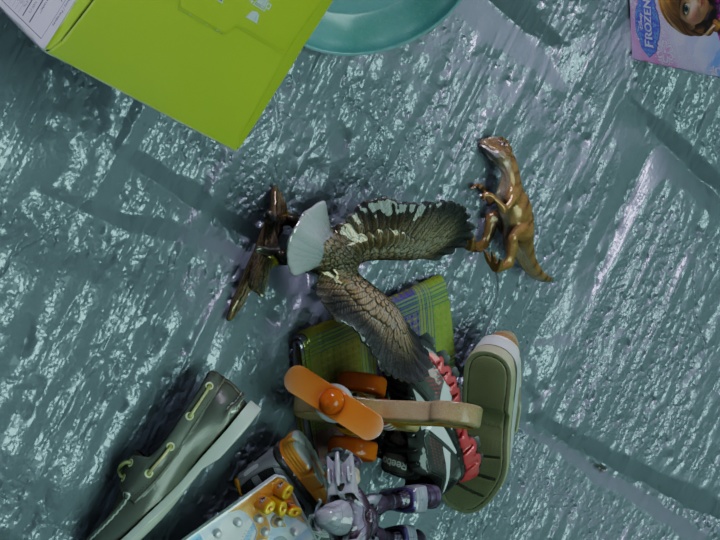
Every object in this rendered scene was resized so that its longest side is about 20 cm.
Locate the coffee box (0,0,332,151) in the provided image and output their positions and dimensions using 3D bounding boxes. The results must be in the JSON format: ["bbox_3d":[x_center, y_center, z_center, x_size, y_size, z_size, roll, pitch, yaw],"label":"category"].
[{"bbox_3d":[-0.152,-0.245,1.437,0.199,0.198,0.200,26,102,-44],"label":"coffee box"}]

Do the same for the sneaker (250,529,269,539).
[{"bbox_3d":[-0.096,0.307,1.803,0.083,0.081,0.200,-37,121,-6],"label":"sneaker"}]

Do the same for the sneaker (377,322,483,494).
[{"bbox_3d":[0.053,0.145,1.841,0.098,0.071,0.201,-41,129,-29],"label":"sneaker"}]

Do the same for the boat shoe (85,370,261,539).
[{"bbox_3d":[-0.176,0.176,1.680,0.060,0.072,0.202,44,84,0],"label":"boat shoe"}]

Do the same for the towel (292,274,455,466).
[{"bbox_3d":[0.014,0.095,1.854,0.200,0.023,0.144,-23,118,-36],"label":"towel"}]

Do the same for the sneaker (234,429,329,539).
[{"bbox_3d":[-0.055,0.229,1.808,0.077,0.078,0.200,-26,131,2],"label":"sneaker"}]

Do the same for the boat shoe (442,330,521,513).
[{"bbox_3d":[0.130,0.154,1.940,0.068,0.075,0.201,-47,154,-57],"label":"boat shoe"}]

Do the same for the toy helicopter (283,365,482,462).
[{"bbox_3d":[0.020,0.124,1.716,0.132,0.200,0.079,23,72,-46],"label":"toy helicopter"}]

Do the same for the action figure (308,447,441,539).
[{"bbox_3d":[0.003,0.229,1.741,0.200,0.069,0.131,18,75,-62],"label":"action figure"}]

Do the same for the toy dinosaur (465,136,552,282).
[{"bbox_3d":[0.156,-0.036,1.914,0.106,0.060,0.200,-38,126,-29],"label":"toy dinosaur"}]

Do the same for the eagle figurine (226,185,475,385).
[{"bbox_3d":[0.001,-0.004,1.724,0.151,0.199,0.152,-77,-171,-49],"label":"eagle figurine"}]

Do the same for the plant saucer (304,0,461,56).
[{"bbox_3d":[0.005,-0.274,1.659,0.199,0.036,0.200,-10,139,-8],"label":"plant saucer"}]

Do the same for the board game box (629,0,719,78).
[{"bbox_3d":[0.353,-0.295,1.912,0.041,0.199,0.201,-23,118,-35],"label":"board game box"}]

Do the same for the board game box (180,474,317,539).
[{"bbox_3d":[-0.106,0.318,1.723,0.200,0.026,0.200,-34,116,-20],"label":"board game box"}]
